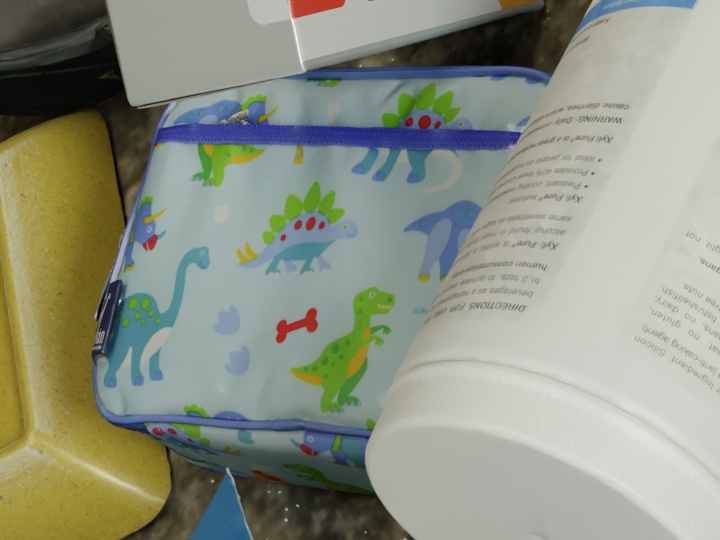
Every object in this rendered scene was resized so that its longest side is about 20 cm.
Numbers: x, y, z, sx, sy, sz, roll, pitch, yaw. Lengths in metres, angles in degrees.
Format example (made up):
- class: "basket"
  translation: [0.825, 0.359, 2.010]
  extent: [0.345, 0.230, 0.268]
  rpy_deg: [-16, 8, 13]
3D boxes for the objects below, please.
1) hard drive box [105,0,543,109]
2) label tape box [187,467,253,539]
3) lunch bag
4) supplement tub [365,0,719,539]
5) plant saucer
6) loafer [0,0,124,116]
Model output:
- class: "hard drive box"
  translation: [-0.020, -0.153, 1.065]
  extent: [0.077, 0.200, 0.156]
  rpy_deg: [-8, 98, 30]
- class: "label tape box"
  translation: [-0.081, 0.187, 1.026]
  extent: [0.143, 0.066, 0.200]
  rpy_deg: [-57, 34, 42]
- class: "lunch bag"
  translation: [0.000, 0.000, 1.095]
  extent: [0.199, 0.082, 0.161]
  rpy_deg: [5, 70, 35]
- class: "supplement tub"
  translation: [0.099, 0.006, 0.959]
  extent: [0.132, 0.132, 0.200]
  rpy_deg: [8, 57, 37]
- class: "plant saucer"
  translation: [-0.185, 0.045, 1.224]
  extent: [0.200, 0.048, 0.201]
  rpy_deg: [-27, 57, 22]
- class: "loafer"
  translation: [-0.116, -0.110, 1.214]
  extent: [0.199, 0.073, 0.073]
  rpy_deg: [-7, 79, 14]
